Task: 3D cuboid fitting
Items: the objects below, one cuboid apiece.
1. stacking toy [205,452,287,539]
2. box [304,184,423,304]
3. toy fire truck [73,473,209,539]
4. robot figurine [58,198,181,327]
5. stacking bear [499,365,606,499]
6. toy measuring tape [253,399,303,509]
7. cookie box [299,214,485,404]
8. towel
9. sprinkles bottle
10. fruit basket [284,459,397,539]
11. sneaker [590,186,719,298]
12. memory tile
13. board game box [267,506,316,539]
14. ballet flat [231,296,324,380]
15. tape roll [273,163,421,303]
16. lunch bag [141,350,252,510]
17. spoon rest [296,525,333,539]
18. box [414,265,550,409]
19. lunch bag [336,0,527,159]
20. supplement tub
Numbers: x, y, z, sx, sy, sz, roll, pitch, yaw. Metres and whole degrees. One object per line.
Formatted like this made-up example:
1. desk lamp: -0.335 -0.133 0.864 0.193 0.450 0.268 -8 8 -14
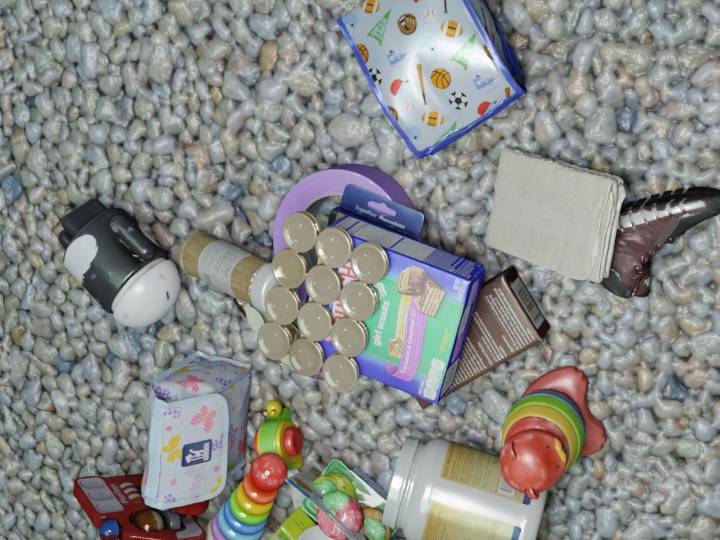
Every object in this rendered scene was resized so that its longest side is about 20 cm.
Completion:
1. stacking toy: -0.156 0.339 1.559 0.085 0.085 0.201 38 127 10
2. box: 0.000 0.000 1.416 0.120 0.032 0.203 22 108 16
3. toy fire truck: -0.326 0.365 1.607 0.199 0.166 0.114 35 118 50
4. robot figurine: -0.353 -0.011 1.578 0.200 0.150 0.125 45 92 8
5. stacking bear: 0.229 0.215 1.349 0.112 0.200 0.123 -19 95 24
6. toy measuring tape: -0.115 0.291 1.577 0.072 0.073 0.204 -7 99 23
7. cookie box: 0.037 0.047 1.352 0.197 0.075 0.174 20 111 17
8. towel: 0.238 -0.071 1.331 0.199 0.034 0.135 26 113 47
9. sprinkles bottle: -0.173 0.002 1.496 0.198 0.068 0.069 22 111 42
10. fruit basket: -0.013 0.332 1.477 0.185 0.200 0.094 39 85 10
11. sneaker: 0.361 -0.028 1.318 0.198 0.075 0.117 -13 102 34
12. memory tile: -0.050 0.039 1.337 0.151 0.017 0.203 22 111 19
13. board game box: -0.054 0.456 1.584 0.200 0.048 0.102 46 136 7
14. ballet flat: -0.110 0.095 1.530 0.200 0.071 0.069 42 115 8
15. tape roll: -0.018 -0.041 1.466 0.197 0.066 0.204 5 103 21
16. lunch bag: -0.239 0.233 1.543 0.125 0.200 0.173 12 106 19
17. spoon rest: -0.010 0.439 1.510 0.199 0.099 0.061 41 135 1
18. box: 0.143 0.090 1.427 0.199 0.075 0.101 -32 89 23
19. lunch bag: 0.095 -0.265 1.339 0.169 0.123 0.202 -31 82 24
20. supplement tub: 0.138 0.308 1.424 0.197 0.144 0.147 16 108 8
